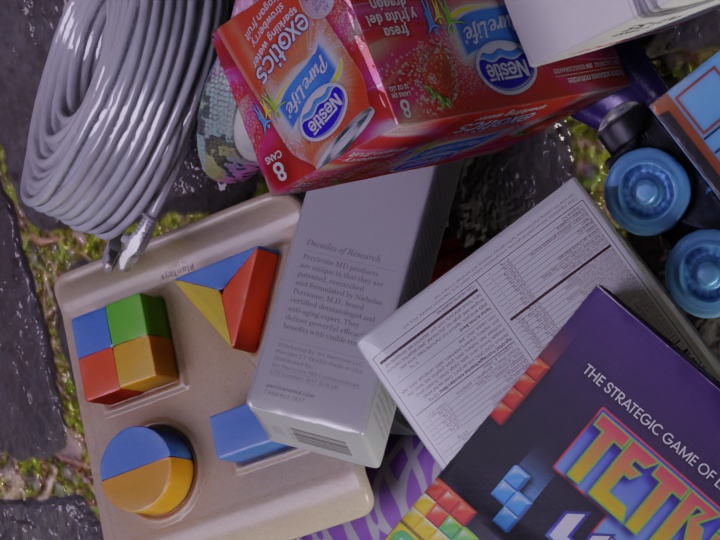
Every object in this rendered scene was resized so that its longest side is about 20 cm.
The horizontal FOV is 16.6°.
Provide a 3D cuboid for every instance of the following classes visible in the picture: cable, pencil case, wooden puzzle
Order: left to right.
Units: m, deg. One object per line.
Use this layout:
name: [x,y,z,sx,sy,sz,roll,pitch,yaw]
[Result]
cable: [-0.147,-0.120,1.514,0.201,0.069,0.200,-64,23,21]
wooden puzzle: [-0.097,0.072,1.486,0.184,0.046,0.201,-20,77,25]
pencil case: [0.039,0.136,1.514,0.085,0.084,0.199,40,142,-26]

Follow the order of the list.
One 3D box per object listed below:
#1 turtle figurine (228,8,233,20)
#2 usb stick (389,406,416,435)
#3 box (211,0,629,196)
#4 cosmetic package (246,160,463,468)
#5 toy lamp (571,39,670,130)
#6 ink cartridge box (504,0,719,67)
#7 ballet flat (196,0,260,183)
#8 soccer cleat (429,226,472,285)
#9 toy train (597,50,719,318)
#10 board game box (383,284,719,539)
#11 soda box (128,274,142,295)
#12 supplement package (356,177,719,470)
turtle figurine: [-0.058,-0.155,1.511,0.200,0.064,0.162,43,121,38]
usb stick: [-0.015,0.080,1.528,0.055,0.033,0.200,47,157,-17]
box: [0.034,-0.110,1.281,0.099,0.199,0.096,-26,82,41]
cosmetic package: [0.000,0.000,1.398,0.071,0.101,0.201,14,76,9]
toy lamp: [0.095,-0.143,1.391,0.200,0.058,0.058,43,127,22]
ink cartridge box: [0.181,-0.182,1.241,0.199,0.146,0.083,-23,88,44]
ballet flat: [-0.042,-0.118,1.370,0.071,0.069,0.201,43,131,34]
soccer cleat: [-0.001,0.033,1.525,0.199,0.068,0.086,-15,98,41]
toy train: [0.212,-0.021,1.296,0.114,0.087,0.200,-38,84,12]
board game box: [0.138,0.133,1.179,0.200,0.057,0.166,40,95,12]
soda box: [-0.101,0.088,1.563,0.070,0.063,0.201,125,131,-71]
supplement package: [0.127,0.085,1.314,0.147,0.191,0.200,-37,76,6]
